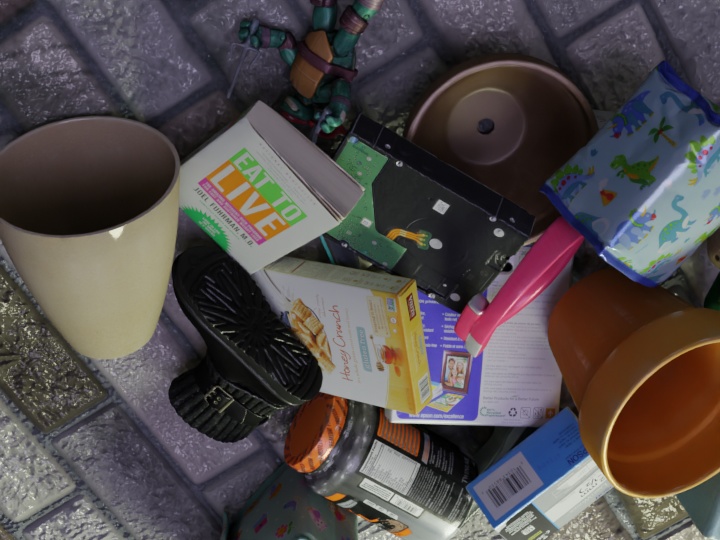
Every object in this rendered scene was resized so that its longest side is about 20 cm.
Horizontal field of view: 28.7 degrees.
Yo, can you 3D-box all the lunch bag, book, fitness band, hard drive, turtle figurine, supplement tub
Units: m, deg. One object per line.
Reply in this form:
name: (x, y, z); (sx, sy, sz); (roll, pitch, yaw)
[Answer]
lunch bag: (0.292, -0.077, 1.331); (0.170, 0.128, 0.200); (-46, 142, 13)
book: (-0.102, -0.078, 1.358); (0.134, 0.048, 0.200); (44, 148, -12)
lunch bag: (-0.100, 0.333, 1.573); (0.122, 0.171, 0.200); (41, 109, -20)
fitness band: (0.157, 0.015, 1.397); (0.037, 0.200, 0.144); (44, 73, 9)
hard drive: (0.052, -0.052, 1.367); (0.199, 0.038, 0.140); (29, 136, -6)
turtle figurine: (-0.047, -0.204, 1.348); (0.149, 0.100, 0.201); (35, 112, 21)
supplement tub: (0.022, 0.215, 1.556); (0.199, 0.123, 0.123); (31, 109, -20)

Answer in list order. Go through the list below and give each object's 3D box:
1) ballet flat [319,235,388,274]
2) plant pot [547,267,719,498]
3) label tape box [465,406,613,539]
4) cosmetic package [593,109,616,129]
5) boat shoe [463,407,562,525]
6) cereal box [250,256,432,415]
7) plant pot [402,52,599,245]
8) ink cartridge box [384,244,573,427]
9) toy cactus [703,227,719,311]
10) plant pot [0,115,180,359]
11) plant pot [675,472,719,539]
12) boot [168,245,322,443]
ballet flat: (0.000, 0.000, 1.474); (0.073, 0.073, 0.201); (-16, 116, 1)
plant pot: (0.289, 0.097, 1.440); (0.199, 0.184, 0.201); (-13, 128, -18)
label tape box: (0.215, 0.246, 1.571); (0.143, 0.066, 0.200); (-39, 147, 3)
cosmetic package: (0.328, -0.109, 1.444); (0.198, 0.102, 0.072); (4, 116, -11)
boat shoe: (0.161, 0.228, 1.609); (0.060, 0.076, 0.200); (30, 110, -15)
cereal box: (-0.025, 0.063, 1.454); (0.199, 0.040, 0.145); (9, 123, 33)
plant pot: (0.133, -0.129, 1.411); (0.199, 0.093, 0.202); (-3, 117, -6)
ink cartridge box: (0.128, 0.066, 1.515); (0.197, 0.043, 0.202); (4, 95, -16)
toy cactus: (0.403, 0.004, 1.474); (0.101, 0.166, 0.201); (-2, 140, -1)
plant pot: (-0.259, -0.017, 1.383); (0.186, 0.188, 0.201); (-6, 132, -5)
plant pot: (0.464, 0.172, 1.562); (0.195, 0.196, 0.201); (8, 111, -12)
boot: (-0.155, 0.085, 1.472); (0.157, 0.080, 0.212); (-27, 106, 43)
